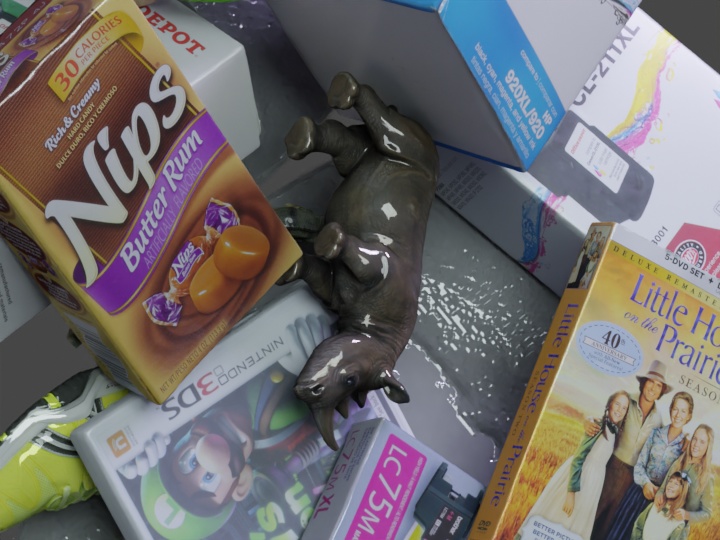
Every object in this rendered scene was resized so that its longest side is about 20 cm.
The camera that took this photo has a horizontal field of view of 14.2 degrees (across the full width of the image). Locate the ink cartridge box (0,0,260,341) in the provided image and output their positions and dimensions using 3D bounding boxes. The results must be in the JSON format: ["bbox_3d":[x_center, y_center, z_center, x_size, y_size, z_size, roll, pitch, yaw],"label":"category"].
[{"bbox_3d":[-0.174,-0.076,1.573,0.146,0.084,0.200,35,61,30],"label":"ink cartridge box"}]

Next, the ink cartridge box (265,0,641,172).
[{"bbox_3d":[0.065,-0.188,1.603,0.147,0.145,0.200,19,66,38],"label":"ink cartridge box"}]

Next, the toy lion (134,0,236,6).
[{"bbox_3d":[-0.040,-0.232,1.555,0.191,0.069,0.201,9,66,22],"label":"toy lion"}]

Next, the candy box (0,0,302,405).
[{"bbox_3d":[-0.126,-0.042,1.482,0.117,0.056,0.200,-47,127,-18],"label":"candy box"}]

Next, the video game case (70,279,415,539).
[{"bbox_3d":[-0.040,0.130,1.571,0.182,0.023,0.200,-33,101,-32],"label":"video game case"}]

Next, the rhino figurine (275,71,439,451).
[{"bbox_3d":[0.000,0.000,1.571,0.087,0.060,0.201,21,69,-41],"label":"rhino figurine"}]

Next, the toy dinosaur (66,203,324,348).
[{"bbox_3d":[-0.108,-0.018,1.609,0.200,0.048,0.088,-24,42,-38],"label":"toy dinosaur"}]

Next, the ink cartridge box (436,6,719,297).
[{"bbox_3d":[0.145,-0.065,1.701,0.200,0.083,0.146,39,66,-3],"label":"ink cartridge box"}]

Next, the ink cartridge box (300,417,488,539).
[{"bbox_3d":[0.056,0.182,1.588,0.200,0.042,0.120,36,64,-24],"label":"ink cartridge box"}]

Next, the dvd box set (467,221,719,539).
[{"bbox_3d":[0.155,0.093,1.605,0.146,0.029,0.201,28,78,-25],"label":"dvd box set"}]

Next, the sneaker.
[{"bbox_3d":[-0.134,0.092,1.566,0.200,0.075,0.076,-36,85,-23],"label":"sneaker"}]
